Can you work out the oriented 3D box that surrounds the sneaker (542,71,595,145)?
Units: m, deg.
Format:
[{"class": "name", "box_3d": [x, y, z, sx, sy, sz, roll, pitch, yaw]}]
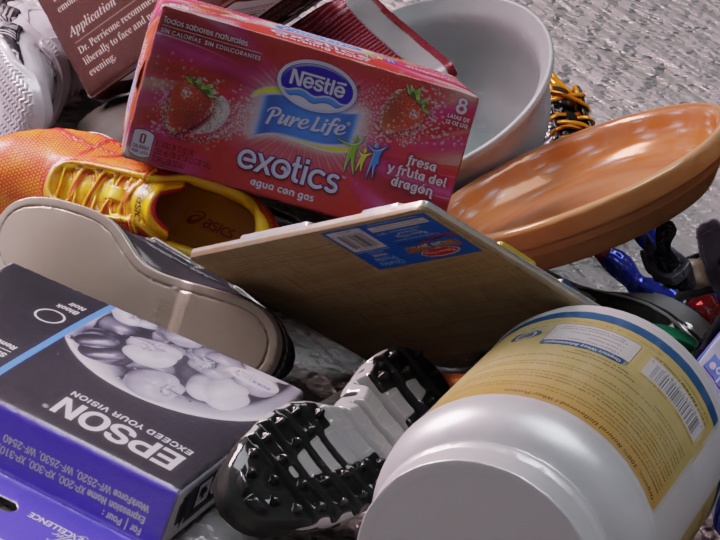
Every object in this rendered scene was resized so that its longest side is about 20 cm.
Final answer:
[{"class": "sneaker", "box_3d": [0.144, -0.099, 1.694, 0.078, 0.078, 0.200, 2, 29, -28]}]

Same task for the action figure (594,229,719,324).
[{"class": "action figure", "box_3d": [0.216, 0.020, 1.493, 0.200, 0.052, 0.065, 39, 69, 21]}]

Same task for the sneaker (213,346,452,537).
[{"class": "sneaker", "box_3d": [-0.026, 0.104, 1.162, 0.067, 0.090, 0.200, 51, 30, 6]}]

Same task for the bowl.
[{"class": "bowl", "box_3d": [0.049, -0.093, 1.566, 0.199, 0.091, 0.202, -15, 38, 12]}]

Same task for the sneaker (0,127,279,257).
[{"class": "sneaker", "box_3d": [-0.142, -0.048, 1.376, 0.198, 0.074, 0.077, 12, -9, 6]}]

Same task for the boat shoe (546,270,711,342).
[{"class": "boat shoe", "box_3d": [0.129, 0.042, 1.402, 0.199, 0.071, 0.064, 19, 23, 29]}]

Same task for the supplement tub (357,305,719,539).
[{"class": "supplement tub", "box_3d": [0.091, 0.113, 1.130, 0.144, 0.146, 0.200, 22, 25, 16]}]

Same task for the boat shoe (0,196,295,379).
[{"class": "boat shoe", "box_3d": [-0.125, 0.018, 1.330, 0.199, 0.073, 0.063, 25, 1, 20]}]

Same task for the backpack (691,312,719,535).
[{"class": "backpack", "box_3d": [0.263, 0.077, 1.279, 0.189, 0.201, 0.154, -6, 44, -32]}]

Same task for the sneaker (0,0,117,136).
[{"class": "sneaker", "box_3d": [-0.208, -0.140, 1.583, 0.114, 0.076, 0.200, 2, 24, -19]}]

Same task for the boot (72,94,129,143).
[{"class": "boot", "box_3d": [-0.097, -0.099, 1.494, 0.198, 0.078, 0.138, -17, 26, -6]}]

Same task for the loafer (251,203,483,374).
[{"class": "loafer", "box_3d": [0.000, 0.000, 1.408, 0.199, 0.072, 0.073, 27, 27, 26]}]

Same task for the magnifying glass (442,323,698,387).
[{"class": "magnifying glass", "box_3d": [0.111, 0.070, 1.334, 0.198, 0.080, 0.022, -2, 27, -11]}]

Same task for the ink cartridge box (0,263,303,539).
[{"class": "ink cartridge box", "box_3d": [-0.160, 0.075, 1.199, 0.197, 0.044, 0.200, 23, 27, 17]}]

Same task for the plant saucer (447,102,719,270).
[{"class": "plant saucer", "box_3d": [0.137, -0.046, 1.398, 0.199, 0.038, 0.200, -22, 14, 6]}]

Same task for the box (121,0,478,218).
[{"class": "box", "box_3d": [-0.039, -0.094, 1.374, 0.198, 0.096, 0.100, 15, 10, -8]}]

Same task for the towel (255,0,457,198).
[{"class": "towel", "box_3d": [-0.049, -0.116, 1.556, 0.199, 0.023, 0.144, -32, 39, -9]}]

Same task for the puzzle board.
[{"class": "puzzle board", "box_3d": [0.022, 0.007, 1.251, 0.150, 0.018, 0.199, 31, -26, -33]}]

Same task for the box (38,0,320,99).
[{"class": "box", "box_3d": [-0.129, -0.249, 1.554, 0.164, 0.165, 0.201, -22, 84, -59]}]

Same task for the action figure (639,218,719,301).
[{"class": "action figure", "box_3d": [0.238, -0.021, 1.392, 0.070, 0.129, 0.200, 61, 5, 4]}]
